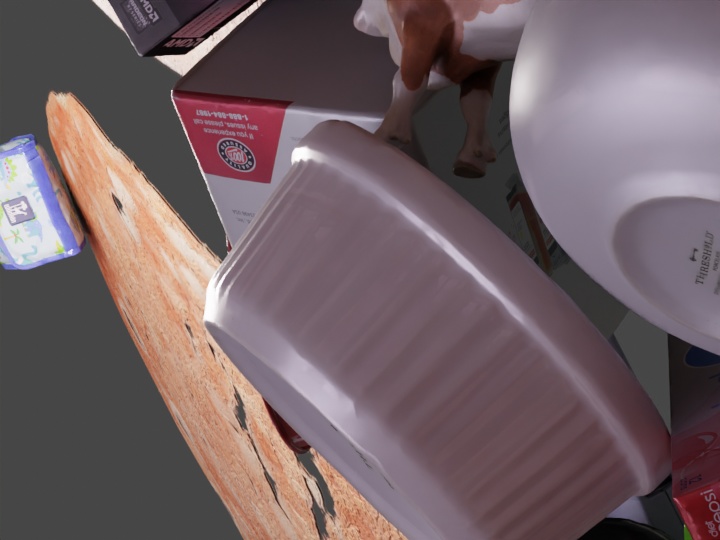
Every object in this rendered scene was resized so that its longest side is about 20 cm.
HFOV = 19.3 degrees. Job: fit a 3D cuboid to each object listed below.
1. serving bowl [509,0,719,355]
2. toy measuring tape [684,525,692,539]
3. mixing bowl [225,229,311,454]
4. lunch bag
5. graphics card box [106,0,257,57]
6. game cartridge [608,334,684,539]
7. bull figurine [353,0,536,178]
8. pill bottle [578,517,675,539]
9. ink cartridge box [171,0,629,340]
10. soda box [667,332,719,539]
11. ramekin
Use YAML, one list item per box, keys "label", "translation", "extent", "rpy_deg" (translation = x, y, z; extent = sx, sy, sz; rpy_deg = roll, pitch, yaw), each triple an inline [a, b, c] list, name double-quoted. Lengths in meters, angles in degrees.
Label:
- label: "serving bowl"
  translation: [0.137, -0.023, 0.724]
  extent: [0.200, 0.066, 0.200]
  rpy_deg: [21, 151, 12]
- label: "toy measuring tape"
  translation: [0.196, 0.200, 1.067]
  extent: [0.074, 0.073, 0.200]
  rpy_deg: [103, 169, -71]
- label: "mixing bowl"
  translation: [0.000, 0.000, 1.231]
  extent: [0.200, 0.108, 0.201]
  rpy_deg: [-10, -90, -80]
- label: "lunch bag"
  translation: [-0.462, -0.095, 2.939]
  extent: [0.200, 0.127, 0.170]
  rpy_deg: [-1, 116, 61]
- label: "graphics card box"
  translation: [-0.054, -0.206, 1.011]
  extent: [0.126, 0.200, 0.051]
  rpy_deg: [60, -155, 6]
- label: "game cartridge"
  translation: [0.126, 0.070, 1.242]
  extent: [0.200, 0.041, 0.133]
  rpy_deg: [62, 171, -5]
- label: "bull figurine"
  translation: [0.060, -0.103, 0.858]
  extent: [0.200, 0.122, 0.065]
  rpy_deg: [-9, 157, 43]
- label: "pill bottle"
  translation: [0.159, 0.220, 1.206]
  extent: [0.112, 0.112, 0.200]
  rpy_deg: [53, 180, 30]
- label: "ink cartridge box"
  translation: [0.031, -0.037, 1.037]
  extent: [0.145, 0.145, 0.200]
  rpy_deg: [9, 132, 36]
- label: "soda box"
  translation: [0.163, 0.064, 0.832]
  extent: [0.063, 0.070, 0.200]
  rpy_deg: [64, -166, -13]
- label: "ramekin"
  translation: [0.024, 0.042, 0.858]
  extent: [0.202, 0.094, 0.202]
  rpy_deg: [43, 171, 8]
